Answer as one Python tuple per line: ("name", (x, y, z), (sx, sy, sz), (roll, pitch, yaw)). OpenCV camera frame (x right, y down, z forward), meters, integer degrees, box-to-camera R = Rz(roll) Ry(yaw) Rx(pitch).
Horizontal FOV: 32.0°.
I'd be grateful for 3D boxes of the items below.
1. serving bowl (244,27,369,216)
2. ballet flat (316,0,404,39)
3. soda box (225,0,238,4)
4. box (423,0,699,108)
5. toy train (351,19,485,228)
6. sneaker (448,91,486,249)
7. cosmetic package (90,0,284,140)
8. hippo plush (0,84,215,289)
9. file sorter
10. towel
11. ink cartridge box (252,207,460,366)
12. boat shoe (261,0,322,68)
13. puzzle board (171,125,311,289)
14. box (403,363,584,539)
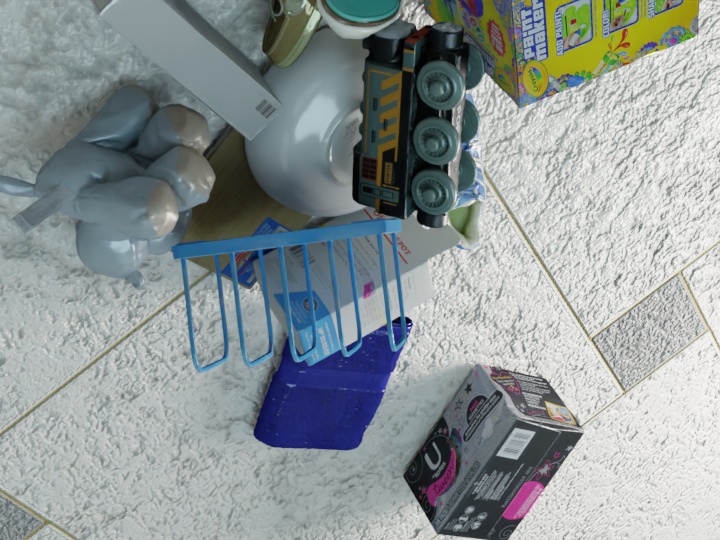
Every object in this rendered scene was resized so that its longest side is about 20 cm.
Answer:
("serving bowl", (-0.013, -0.137, 1.250), (0.199, 0.066, 0.202), (-17, 126, -25))
("ballet flat", (0.005, -0.246, 1.128), (0.069, 0.200, 0.070), (13, 129, 16))
("soda box", (-0.086, -0.331, 1.056), (0.068, 0.064, 0.201), (29, 113, -1))
("box", (0.179, -0.278, 1.168), (0.191, 0.200, 0.123), (-23, 134, -12))
("toy train", (0.050, -0.137, 1.172), (0.085, 0.113, 0.202), (-48, 146, -53))
("sneaker", (0.106, -0.112, 1.349), (0.075, 0.077, 0.201), (-19, 131, -12))
("cosmetic package", (-0.159, -0.202, 1.125), (0.051, 0.083, 0.200), (-42, 134, 11))
("hippo plush", (-0.214, -0.049, 1.163), (0.200, 0.159, 0.161), (-38, 149, -22))
("file sorter", (-0.059, 0.022, 1.198), (0.198, 0.139, 0.124), (-7, 92, 8))
("towel", (-0.036, 0.124, 1.484), (0.146, 0.050, 0.201), (7, 122, -25))
("ink cartridge box", (0.000, 0.000, 1.343), (0.199, 0.115, 0.068), (-28, 142, -12))
("boat shoe", (-0.054, -0.282, 1.130), (0.063, 0.073, 0.202), (14, 117, -23))
("puzzle board", (-0.109, -0.082, 1.296), (0.150, 0.017, 0.200), (28, 109, -42))
("box", (0.170, 0.238, 1.640), (0.131, 0.115, 0.201), (15, 116, -35))
